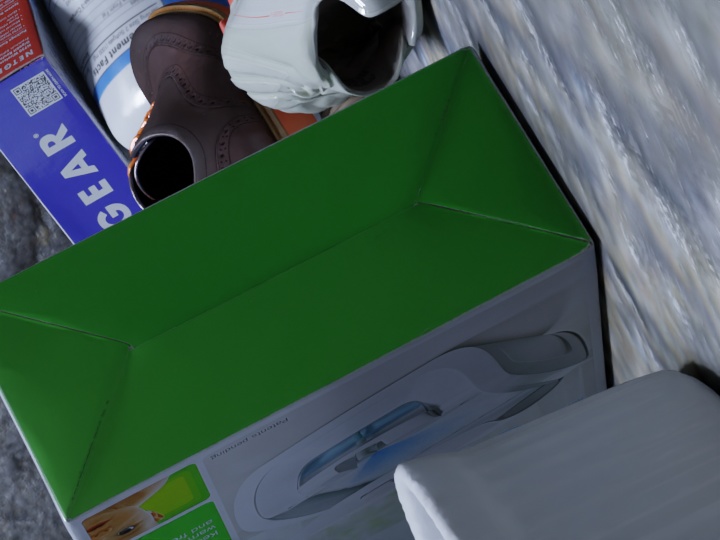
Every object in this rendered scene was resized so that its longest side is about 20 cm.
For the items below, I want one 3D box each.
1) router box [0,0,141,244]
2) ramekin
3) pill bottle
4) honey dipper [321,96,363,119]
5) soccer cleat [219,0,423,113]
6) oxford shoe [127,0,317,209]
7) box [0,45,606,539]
[{"bbox_3d":[-0.151,-0.083,1.402,0.200,0.049,0.180,55,-172,-40],"label":"router box"},{"bbox_3d":[0.098,0.129,0.818,0.201,0.097,0.201,63,175,10],"label":"ramekin"},{"bbox_3d":[-0.093,-0.128,1.323,0.201,0.112,0.112,62,174,13],"label":"pill bottle"},{"bbox_3d":[-0.010,-0.083,1.174,0.200,0.038,0.038,-121,6,-68],"label":"honey dipper"},{"bbox_3d":[-0.013,-0.090,0.998,0.078,0.069,0.200,58,171,14],"label":"soccer cleat"},{"bbox_3d":[-0.075,-0.066,1.168,0.200,0.072,0.072,-133,32,-57],"label":"oxford shoe"},{"bbox_3d":[-0.020,0.037,0.953,0.097,0.199,0.177,60,173,26],"label":"box"}]
